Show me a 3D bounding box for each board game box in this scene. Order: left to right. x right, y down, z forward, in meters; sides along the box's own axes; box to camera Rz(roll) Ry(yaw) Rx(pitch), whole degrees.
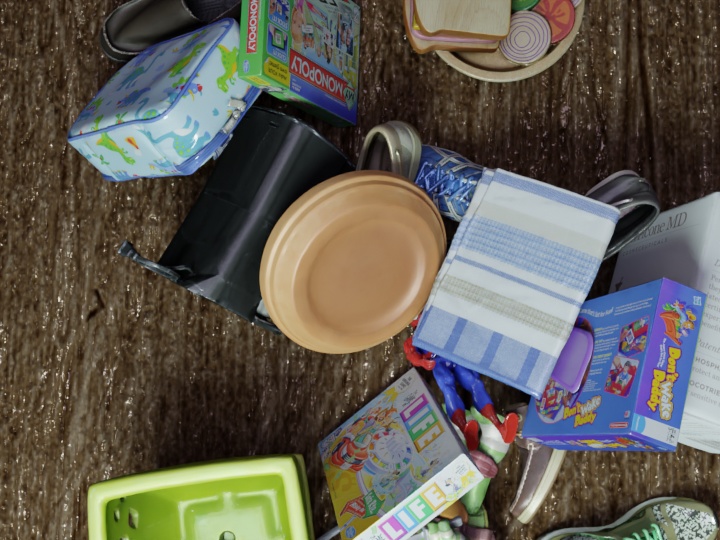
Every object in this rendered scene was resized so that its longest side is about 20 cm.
[{"bbox_3d":[-0.057,-0.235,0.943,0.029,0.200,0.136,-1,85,25],"label":"board game box"},{"bbox_3d":[0.031,0.183,0.898,0.134,0.200,0.034,-39,108,2],"label":"board game box"},{"bbox_3d":[0.223,0.092,0.841,0.044,0.200,0.135,20,75,-11],"label":"board game box"}]

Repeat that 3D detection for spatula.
[{"bbox_3d":[0.167,0.066,0.917,0.020,0.200,0.057,19,94,-29],"label":"spatula"}]

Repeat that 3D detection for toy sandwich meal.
[{"bbox_3d":[0.146,-0.301,1.001,0.203,0.070,0.207,0,85,2],"label":"toy sandwich meal"}]

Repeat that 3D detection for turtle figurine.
[{"bbox_3d":[0.066,0.223,0.921,0.199,0.144,0.195,18,76,11],"label":"turtle figurine"}]

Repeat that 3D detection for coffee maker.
[{"bbox_3d":[-0.108,-0.060,0.932,0.134,0.192,0.201,25,85,21],"label":"coffee maker"}]

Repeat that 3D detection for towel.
[{"bbox_3d":[0.147,0.006,0.890,0.146,0.024,0.201,21,80,26],"label":"towel"}]

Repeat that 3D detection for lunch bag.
[{"bbox_3d":[-0.191,-0.171,0.936,0.083,0.199,0.161,48,56,-33],"label":"lunch bag"}]

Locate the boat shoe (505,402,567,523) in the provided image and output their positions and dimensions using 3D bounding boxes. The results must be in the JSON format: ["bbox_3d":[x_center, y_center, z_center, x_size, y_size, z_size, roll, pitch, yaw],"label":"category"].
[{"bbox_3d":[0.184,0.158,0.965,0.072,0.072,0.201,20,82,11],"label":"boat shoe"}]

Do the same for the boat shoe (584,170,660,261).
[{"bbox_3d":[0.209,-0.023,0.930,0.200,0.057,0.067,-39,123,14],"label":"boat shoe"}]

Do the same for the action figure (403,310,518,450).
[{"bbox_3d":[0.090,0.096,0.925,0.065,0.200,0.052,-12,120,-15],"label":"action figure"}]

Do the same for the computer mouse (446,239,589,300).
[{"bbox_3d":[0.149,0.012,0.998,0.199,0.034,0.059,18,101,-3],"label":"computer mouse"}]

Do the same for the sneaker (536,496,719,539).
[{"bbox_3d":[0.272,0.287,0.937,0.199,0.089,0.077,-18,84,0],"label":"sneaker"}]

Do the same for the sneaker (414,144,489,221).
[{"bbox_3d":[0.108,-0.090,0.982,0.199,0.077,0.076,18,88,5],"label":"sneaker"}]

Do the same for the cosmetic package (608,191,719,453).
[{"bbox_3d":[0.340,0.060,0.889,0.165,0.167,0.201,20,78,-10],"label":"cosmetic package"}]

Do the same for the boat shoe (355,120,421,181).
[{"bbox_3d":[0.014,-0.054,0.961,0.072,0.065,0.201,19,110,24],"label":"boat shoe"}]

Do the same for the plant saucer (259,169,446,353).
[{"bbox_3d":[0.000,0.000,0.916,0.199,0.037,0.201,-11,122,-19],"label":"plant saucer"}]

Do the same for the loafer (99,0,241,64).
[{"bbox_3d":[-0.196,-0.287,1.013,0.199,0.071,0.073,-21,85,0],"label":"loafer"}]

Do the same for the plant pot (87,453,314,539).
[{"bbox_3d":[-0.136,0.282,0.908,0.197,0.181,0.202,-8,85,2],"label":"plant pot"}]
